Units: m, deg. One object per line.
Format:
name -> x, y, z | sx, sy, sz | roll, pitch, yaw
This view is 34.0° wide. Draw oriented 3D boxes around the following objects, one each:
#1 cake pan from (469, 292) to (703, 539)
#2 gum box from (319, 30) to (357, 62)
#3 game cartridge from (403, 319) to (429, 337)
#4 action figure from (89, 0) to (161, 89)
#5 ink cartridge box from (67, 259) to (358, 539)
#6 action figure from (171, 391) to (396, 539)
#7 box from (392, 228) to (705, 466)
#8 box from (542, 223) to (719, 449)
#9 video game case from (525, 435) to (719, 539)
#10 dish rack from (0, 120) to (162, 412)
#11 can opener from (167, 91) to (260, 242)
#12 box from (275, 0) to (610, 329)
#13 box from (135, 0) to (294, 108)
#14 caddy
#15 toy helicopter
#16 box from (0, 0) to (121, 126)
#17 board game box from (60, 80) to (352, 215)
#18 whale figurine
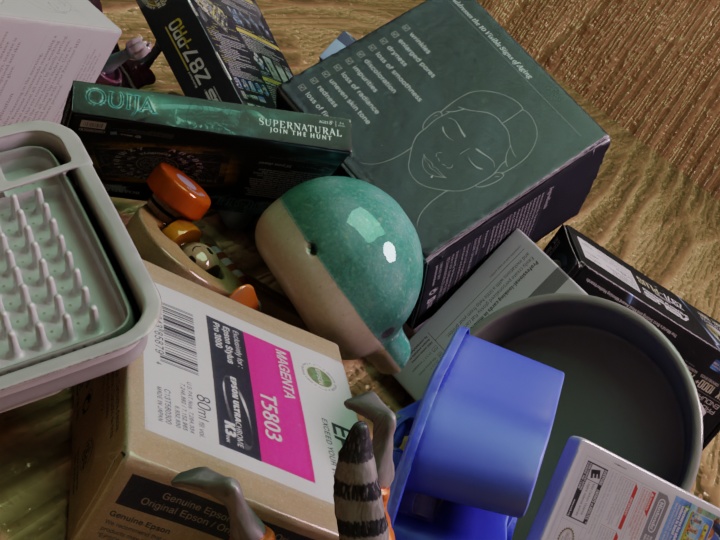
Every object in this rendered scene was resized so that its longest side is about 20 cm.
cake pan -> 0.143, 0.117, 0.844 | 0.200, 0.200, 0.037 | 47, -2, 28
gum box -> 0.031, -0.136, 1.228 | 0.169, 0.045, 0.200 | 40, -17, 11
game cartridge -> 0.077, -0.038, 1.071 | 0.200, 0.041, 0.133 | -42, 93, -27
action figure -> -0.238, -0.185, 1.009 | 0.202, 0.148, 0.134 | 63, 8, 3
ink cartridge box -> -0.080, 0.095, 0.684 | 0.163, 0.076, 0.201 | 24, 23, -24
action figure -> -0.019, 0.173, 0.527 | 0.199, 0.104, 0.196 | -19, 92, -52
box -> 0.137, 0.091, 0.908 | 0.200, 0.156, 0.041 | 47, 5, 26
box -> 0.213, 0.087, 1.024 | 0.199, 0.165, 0.086 | 31, 21, -12
video game case -> 0.189, 0.213, 0.767 | 0.198, 0.145, 0.018 | 28, -8, -19
dish rack -> -0.211, 0.005, 0.639 | 0.170, 0.044, 0.201 | -18, 47, -21
can opener -> -0.121, -0.112, 1.061 | 0.053, 0.067, 0.201 | 28, 21, -45
box -> 0.062, -0.098, 0.981 | 0.195, 0.124, 0.201 | -33, 68, -19
box -> -0.111, -0.181, 1.042 | 0.163, 0.049, 0.200 | 64, 16, 6
caddy -> 0.058, 0.120, 0.740 | 0.104, 0.143, 0.200 | 19, 19, 9
toy helicopter -> -0.086, 0.016, 0.851 | 0.199, 0.079, 0.132 | 32, 11, -45
box -> -0.309, -0.187, 0.884 | 0.152, 0.107, 0.199 | 42, 22, 16
board game box -> -0.121, -0.084, 0.861 | 0.197, 0.135, 0.029 | 6, 69, -21
whale figurine -> 0.000, 0.000, 0.877 | 0.160, 0.103, 0.200 | 55, 3, 19
